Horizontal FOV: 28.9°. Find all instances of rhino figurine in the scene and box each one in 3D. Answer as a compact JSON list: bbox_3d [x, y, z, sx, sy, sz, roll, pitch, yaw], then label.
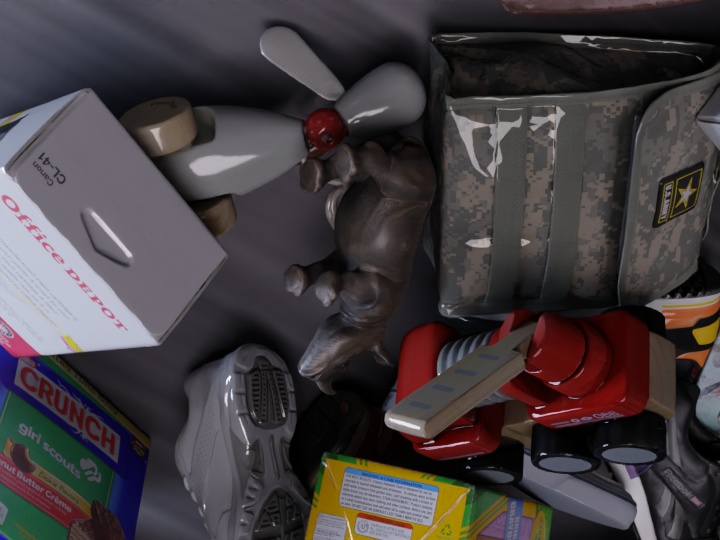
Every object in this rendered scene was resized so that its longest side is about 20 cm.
[{"bbox_3d":[0.000,0.000,0.905,0.087,0.060,0.201,-13,126,-37],"label":"rhino figurine"}]

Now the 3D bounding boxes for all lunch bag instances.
[{"bbox_3d":[0.145,-0.064,0.916,0.199,0.118,0.165,-3,123,-5],"label":"lunch bag"}]

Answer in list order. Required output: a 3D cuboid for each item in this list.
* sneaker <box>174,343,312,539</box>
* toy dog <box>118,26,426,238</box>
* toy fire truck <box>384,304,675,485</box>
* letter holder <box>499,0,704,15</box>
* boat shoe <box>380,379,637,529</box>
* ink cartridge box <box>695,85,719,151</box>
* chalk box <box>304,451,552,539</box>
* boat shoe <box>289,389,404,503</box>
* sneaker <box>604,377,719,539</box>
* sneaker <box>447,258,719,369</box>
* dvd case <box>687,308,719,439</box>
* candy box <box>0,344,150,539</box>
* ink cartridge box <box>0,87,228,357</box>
[{"bbox_3d":[-0.094,0.160,1.035,0.099,0.201,0.078,-15,161,42],"label":"sneaker"},{"bbox_3d":[-0.064,-0.093,0.929,0.199,0.096,0.132,-2,119,-16],"label":"toy dog"},{"bbox_3d":[0.078,0.074,0.874,0.176,0.129,0.200,-16,148,42],"label":"toy fire truck"},{"bbox_3d":[0.181,-0.207,0.838,0.199,0.101,0.143,-6,123,4],"label":"letter holder"},{"bbox_3d":[0.122,0.114,1.034,0.201,0.075,0.086,26,77,11],"label":"boat shoe"},{"bbox_3d":[0.329,-0.083,0.882,0.200,0.083,0.146,43,79,-25],"label":"ink cartridge box"},{"bbox_3d":[0.058,0.214,1.016,0.124,0.124,0.200,7,170,29],"label":"chalk box"},{"bbox_3d":[-0.039,0.180,1.087,0.074,0.076,0.200,25,120,-30],"label":"boat shoe"},{"bbox_3d":[0.251,0.174,1.053,0.087,0.076,0.201,-20,106,24],"label":"sneaker"},{"bbox_3d":[0.161,0.045,1.006,0.199,0.070,0.090,-4,119,1],"label":"sneaker"},{"bbox_3d":[0.322,0.093,1.063,0.145,0.022,0.201,11,120,-7],"label":"dvd case"},{"bbox_3d":[-0.239,0.150,0.995,0.077,0.200,0.169,-36,116,18],"label":"candy box"},{"bbox_3d":[-0.203,-0.023,0.903,0.200,0.086,0.148,-9,128,48],"label":"ink cartridge box"}]
